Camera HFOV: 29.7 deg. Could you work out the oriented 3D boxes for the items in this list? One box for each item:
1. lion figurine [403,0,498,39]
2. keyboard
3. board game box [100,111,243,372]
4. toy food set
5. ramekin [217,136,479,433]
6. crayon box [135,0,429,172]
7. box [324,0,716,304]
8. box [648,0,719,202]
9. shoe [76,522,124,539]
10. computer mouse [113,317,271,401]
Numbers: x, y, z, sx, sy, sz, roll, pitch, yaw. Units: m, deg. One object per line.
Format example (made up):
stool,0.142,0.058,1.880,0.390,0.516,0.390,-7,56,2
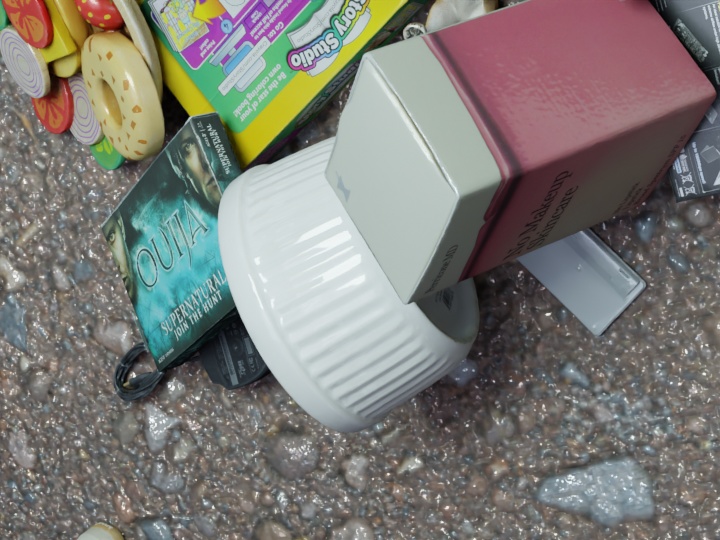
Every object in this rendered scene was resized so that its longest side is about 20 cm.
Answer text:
lion figurine,0.076,-0.209,0.904,0.072,0.123,0.201,21,130,4
keyboard,0.116,-0.040,0.981,0.200,0.011,0.056,45,125,8
board game box,-0.135,-0.016,1.049,0.200,0.028,0.137,-38,73,52
toy food set,-0.224,-0.172,1.050,0.197,0.048,0.202,-3,117,55
ramekin,0.000,0.000,0.949,0.104,0.200,0.202,-27,93,21
crayon box,-0.071,-0.201,0.997,0.200,0.058,0.173,-41,86,31
box,0.095,-0.083,0.837,0.110,0.198,0.128,58,153,20
box,0.252,-0.158,0.849,0.156,0.050,0.202,-13,100,29
shoe,-0.245,0.334,1.254,0.069,0.053,0.203,5,108,26
computer mouse,-0.134,0.074,1.135,0.198,0.034,0.059,-15,90,37
